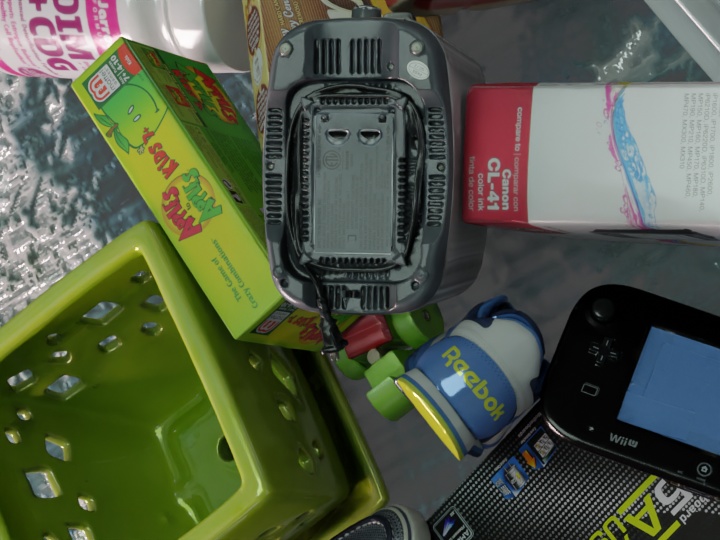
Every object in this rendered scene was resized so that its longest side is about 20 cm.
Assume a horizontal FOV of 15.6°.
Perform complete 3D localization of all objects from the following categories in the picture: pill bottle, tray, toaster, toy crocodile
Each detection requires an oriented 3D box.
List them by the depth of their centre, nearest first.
[{"bbox_3d":[0.180,-0.146,1.453,0.022,0.200,0.107,-39,82,5],"label":"tray"},{"bbox_3d":[0.014,-0.051,1.522,0.113,0.129,0.200,0,92,19],"label":"toaster"},{"bbox_3d":[0.000,0.000,1.640,0.067,0.062,0.200,-25,69,28],"label":"toy crocodile"},{"bbox_3d":[-0.155,-0.181,1.737,0.200,0.113,0.114,5,86,34],"label":"pill bottle"}]

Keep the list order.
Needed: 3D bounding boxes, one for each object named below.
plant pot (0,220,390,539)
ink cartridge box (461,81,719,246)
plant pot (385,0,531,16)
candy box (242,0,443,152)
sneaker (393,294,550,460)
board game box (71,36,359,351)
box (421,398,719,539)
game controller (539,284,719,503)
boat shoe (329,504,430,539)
[{"bbox_3d":[-0.111,0.109,1.626,0.199,0.181,0.200,-37,65,25],"label":"plant pot"},{"bbox_3d":[0.177,-0.058,1.479,0.200,0.148,0.086,4,88,34],"label":"ink cartridge box"},{"bbox_3d":[0.070,-0.252,1.563,0.200,0.200,0.178,-13,86,31],"label":"plant pot"},{"bbox_3d":[-0.014,-0.178,1.642,0.115,0.055,0.200,-4,78,-13],"label":"candy box"},{"bbox_3d":[0.073,0.059,1.520,0.082,0.200,0.074,-42,91,4],"label":"sneaker"},{"bbox_3d":[-0.085,-0.045,1.598,0.048,0.102,0.200,-41,67,18],"label":"board game box"},{"bbox_3d":[0.157,0.157,1.523,0.200,0.047,0.193,-48,58,19],"label":"box"},{"bbox_3d":[0.202,0.078,1.454,0.200,0.042,0.104,19,54,10],"label":"game controller"},{"bbox_3d":[-0.049,0.211,1.580,0.200,0.093,0.075,-52,39,16],"label":"boat shoe"}]
